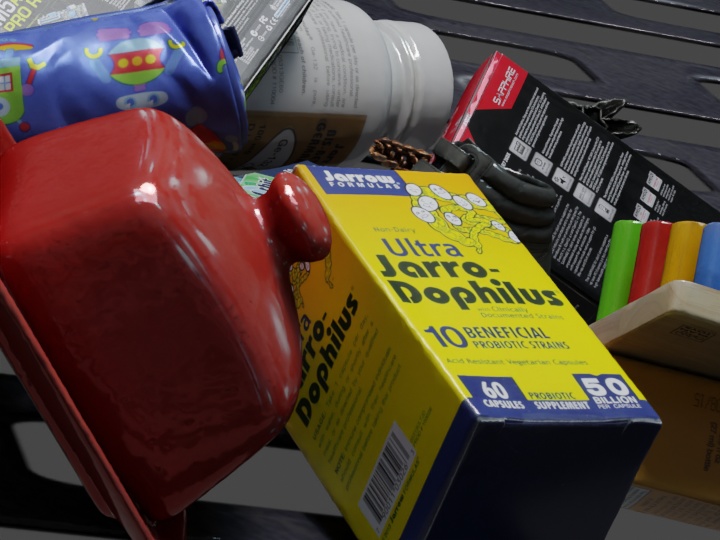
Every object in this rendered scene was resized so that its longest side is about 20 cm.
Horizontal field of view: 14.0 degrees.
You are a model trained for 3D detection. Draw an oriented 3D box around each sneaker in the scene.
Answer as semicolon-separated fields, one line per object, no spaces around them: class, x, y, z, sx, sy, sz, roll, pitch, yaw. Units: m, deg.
sneaker;0.014;-0.029;1.543;0.199;0.100;0.071;12;8;-16

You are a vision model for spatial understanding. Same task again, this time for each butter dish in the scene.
butter dish;-0.082;0.005;1.327;0.147;0.201;0.200;-28;20;5

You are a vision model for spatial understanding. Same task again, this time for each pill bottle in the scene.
pill bottle;-0.043;-0.120;1.894;0.199;0.115;0.114;0;24;-38

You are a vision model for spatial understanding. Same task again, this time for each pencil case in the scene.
pencil case;-0.153;-0.087;1.445;0.199;0.087;0.078;-10;-2;-5

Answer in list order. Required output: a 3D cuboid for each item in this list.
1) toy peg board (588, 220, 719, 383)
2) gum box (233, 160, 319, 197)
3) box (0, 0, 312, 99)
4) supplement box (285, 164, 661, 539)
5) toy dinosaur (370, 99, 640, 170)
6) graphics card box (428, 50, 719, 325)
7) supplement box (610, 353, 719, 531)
toy peg board;0.218;0.025;1.523;0.199;0.098;0.199;16;-18;-14
gum box;0.000;0.000;1.689;0.199;0.045;0.170;25;21;25
box;-0.131;-0.152;1.745;0.160;0.044;0.200;32;46;0
supplement box;0.036;0.051;1.403;0.108;0.110;0.200;2;35;-34
toy dinosaur;0.107;-0.035;1.789;0.199;0.103;0.136;-2;-15;-16
graphics card box;0.128;-0.019;1.658;0.200;0.051;0.126;34;46;-8
supplement box;0.178;0.095;1.494;0.199;0.067;0.069;14;-18;-3
